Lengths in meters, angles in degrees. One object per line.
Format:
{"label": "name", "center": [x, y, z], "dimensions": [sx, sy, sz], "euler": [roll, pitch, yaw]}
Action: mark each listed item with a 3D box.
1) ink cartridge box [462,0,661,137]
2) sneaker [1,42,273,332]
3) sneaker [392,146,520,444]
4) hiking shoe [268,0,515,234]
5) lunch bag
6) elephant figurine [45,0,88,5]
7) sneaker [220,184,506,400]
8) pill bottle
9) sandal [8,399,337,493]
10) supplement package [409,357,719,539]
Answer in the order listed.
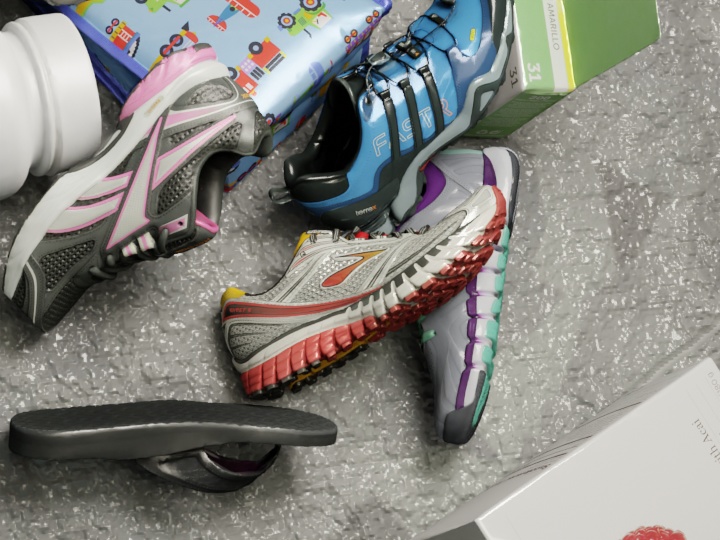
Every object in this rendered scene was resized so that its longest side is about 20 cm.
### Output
{"label": "ink cartridge box", "center": [0.114, -0.183, 1.540], "dimensions": [0.048, 0.200, 0.146], "euler": [-2, 77, -24]}
{"label": "sneaker", "center": [-0.130, -0.035, 1.423], "dimensions": [0.086, 0.080, 0.200], "euler": [42, 105, 13]}
{"label": "sneaker", "center": [0.049, 0.014, 1.547], "dimensions": [0.087, 0.074, 0.201], "euler": [8, 69, 5]}
{"label": "hiking shoe", "center": [0.027, -0.112, 1.512], "dimensions": [0.087, 0.074, 0.201], "euler": [30, 89, -44]}
{"label": "lunch bag", "center": [-0.107, -0.171, 1.523], "dimensions": [0.200, 0.094, 0.151], "euler": [44, 68, 5]}
{"label": "elephant figurine", "center": [-0.257, -0.219, 1.439], "dimensions": [0.199, 0.155, 0.142], "euler": [-12, 64, -3]}
{"label": "sneaker", "center": [0.000, 0.000, 1.481], "dimensions": [0.199, 0.078, 0.082], "euler": [-30, 79, 5]}
{"label": "pill bottle", "center": [-0.262, -0.088, 1.417], "dimensions": [0.199, 0.113, 0.114], "euler": [-13, 80, -24]}
{"label": "sandal", "center": [-0.114, 0.108, 1.454], "dimensions": [0.199, 0.075, 0.048], "euler": [-1, 101, -14]}
{"label": "supplement package", "center": [0.153, 0.164, 1.505], "dimensions": [0.200, 0.120, 0.122], "euler": [-32, 89, -25]}
